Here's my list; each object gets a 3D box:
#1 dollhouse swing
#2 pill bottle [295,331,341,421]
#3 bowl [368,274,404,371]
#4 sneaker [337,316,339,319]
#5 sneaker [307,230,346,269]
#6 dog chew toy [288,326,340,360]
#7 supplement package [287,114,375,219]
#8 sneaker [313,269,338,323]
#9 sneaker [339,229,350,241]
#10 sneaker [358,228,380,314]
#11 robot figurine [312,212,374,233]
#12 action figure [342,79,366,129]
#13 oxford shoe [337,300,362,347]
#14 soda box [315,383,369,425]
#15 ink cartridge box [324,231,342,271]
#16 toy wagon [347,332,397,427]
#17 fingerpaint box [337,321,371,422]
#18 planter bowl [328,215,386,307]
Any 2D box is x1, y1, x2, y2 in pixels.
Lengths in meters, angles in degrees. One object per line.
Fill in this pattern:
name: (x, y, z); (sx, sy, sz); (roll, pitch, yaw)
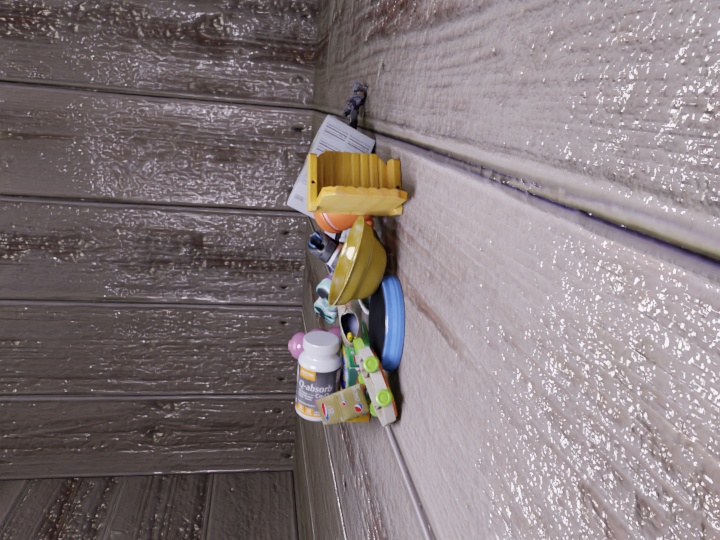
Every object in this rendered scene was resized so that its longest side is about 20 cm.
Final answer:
dollhouse swing: (-0.006, -0.196, 1.162); (0.176, 0.193, 0.188); (118, 152, -68)
pill bottle: (-0.107, 0.269, 1.474); (0.117, 0.112, 0.207); (-119, 33, -70)
bowl: (0.051, 0.113, 1.233); (0.200, 0.038, 0.208); (-178, 90, -80)
sneaker: (-0.036, 0.058, 1.627); (0.083, 0.071, 0.205); (105, 163, -52)
sneaker: (-0.081, -0.059, 1.402); (0.074, 0.111, 0.200); (-55, 16, 0)
dog chew toy: (-0.109, 0.222, 1.644); (0.125, 0.193, 0.129); (-175, 90, -85)
supplement package: (-0.081, -0.257, 1.522); (0.205, 0.144, 0.191); (-69, 12, -16)
sneaker: (-0.057, 0.053, 1.556); (0.140, 0.077, 0.201); (-49, -11, -27)
sneaker: (-0.017, -0.101, 1.610); (0.082, 0.074, 0.207); (51, -138, -75)
sneaker: (0.023, 0.009, 1.337); (0.091, 0.065, 0.206); (-102, 11, -60)
robot figurine: (-0.033, -0.160, 1.340); (0.196, 0.143, 0.120); (-22, 57, 31)
action figure: (-0.020, -0.449, 1.648); (0.130, 0.067, 0.207); (110, 165, -85)
oxford shoe: (-0.027, 0.085, 1.411); (0.074, 0.068, 0.207); (77, -178, -82)
soda box: (-0.045, 0.310, 1.316); (0.066, 0.066, 0.200); (69, 159, 11)
ink cartridge box: (-0.062, -0.101, 1.647); (0.095, 0.043, 0.205); (53, -144, -44)
toy wagon: (0.023, 0.220, 1.195); (0.156, 0.038, 0.205); (103, 148, -69)
fingerpaint box: (-0.017, 0.258, 1.487); (0.202, 0.071, 0.172); (-106, 20, -60)
planter bowl: (0.003, -0.005, 1.220); (0.200, 0.081, 0.206); (-159, 89, -79)
